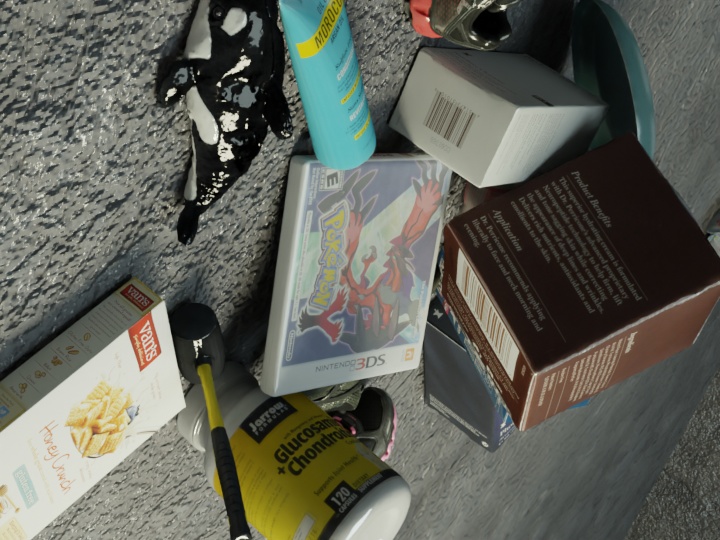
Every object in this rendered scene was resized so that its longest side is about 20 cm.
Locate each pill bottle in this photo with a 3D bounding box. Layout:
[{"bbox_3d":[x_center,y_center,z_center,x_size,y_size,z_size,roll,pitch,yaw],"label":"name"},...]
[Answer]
[{"bbox_3d":[-0.062,0.167,1.021,0.112,0.199,0.113,-40,152,-27],"label":"pill bottle"}]

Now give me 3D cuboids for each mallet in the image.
[{"bbox_3d":[-0.109,0.109,0.898,0.041,0.201,0.066,-13,133,-9],"label":"mallet"}]

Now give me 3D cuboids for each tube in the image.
[{"bbox_3d":[-0.027,-0.154,0.868,0.201,0.050,0.078,74,26,-56],"label":"tube"}]

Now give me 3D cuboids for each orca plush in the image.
[{"bbox_3d":[-0.082,-0.100,0.802,0.105,0.071,0.202,-15,135,-54],"label":"orca plush"}]

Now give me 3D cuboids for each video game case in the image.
[{"bbox_3d":[0.000,0.000,1.030,0.181,0.023,0.203,-7,111,-44],"label":"video game case"}]

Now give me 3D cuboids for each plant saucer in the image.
[{"bbox_3d":[0.250,-0.170,1.178,0.027,0.202,0.201,-12,147,-2],"label":"plant saucer"}]

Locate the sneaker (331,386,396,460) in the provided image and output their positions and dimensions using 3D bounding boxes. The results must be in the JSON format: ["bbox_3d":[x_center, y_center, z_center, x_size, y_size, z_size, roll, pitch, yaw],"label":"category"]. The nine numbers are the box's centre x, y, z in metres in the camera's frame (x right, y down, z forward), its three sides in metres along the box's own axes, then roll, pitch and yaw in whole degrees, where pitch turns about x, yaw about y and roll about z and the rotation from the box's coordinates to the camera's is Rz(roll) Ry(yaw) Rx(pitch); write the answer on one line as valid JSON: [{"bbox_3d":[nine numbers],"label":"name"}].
[{"bbox_3d":[-0.039,0.196,1.264,0.200,0.079,0.096,-49,143,-16],"label":"sneaker"}]

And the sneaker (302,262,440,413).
[{"bbox_3d":[-0.004,0.062,1.148,0.199,0.076,0.115,-45,161,-25],"label":"sneaker"}]

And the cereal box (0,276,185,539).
[{"bbox_3d":[-0.216,0.114,0.869,0.200,0.039,0.145,-41,152,-27],"label":"cereal box"}]

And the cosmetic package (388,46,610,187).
[{"bbox_3d":[0.130,-0.140,1.084,0.199,0.112,0.082,-16,136,-55],"label":"cosmetic package"}]

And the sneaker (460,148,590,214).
[{"bbox_3d":[0.178,-0.082,1.283,0.199,0.075,0.106,-17,132,-42],"label":"sneaker"}]

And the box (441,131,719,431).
[{"bbox_3d":[0.197,0.014,1.102,0.198,0.167,0.165,-25,156,-8],"label":"box"}]

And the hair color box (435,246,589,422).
[{"bbox_3d":[0.158,0.056,1.249,0.099,0.201,0.061,-8,136,-19],"label":"hair color box"}]

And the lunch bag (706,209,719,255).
[{"bbox_3d":[0.715,-0.083,2.186,0.170,0.127,0.200,-46,164,-12],"label":"lunch bag"}]

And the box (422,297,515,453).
[{"bbox_3d":[0.177,0.076,1.428,0.200,0.123,0.199,-44,152,-22],"label":"box"}]

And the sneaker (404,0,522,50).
[{"bbox_3d":[0.092,-0.250,0.894,0.071,0.098,0.202,-33,147,-33],"label":"sneaker"}]
